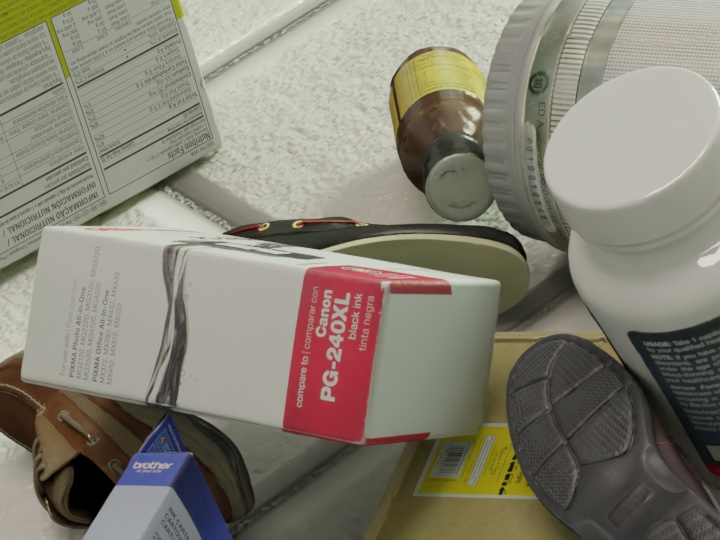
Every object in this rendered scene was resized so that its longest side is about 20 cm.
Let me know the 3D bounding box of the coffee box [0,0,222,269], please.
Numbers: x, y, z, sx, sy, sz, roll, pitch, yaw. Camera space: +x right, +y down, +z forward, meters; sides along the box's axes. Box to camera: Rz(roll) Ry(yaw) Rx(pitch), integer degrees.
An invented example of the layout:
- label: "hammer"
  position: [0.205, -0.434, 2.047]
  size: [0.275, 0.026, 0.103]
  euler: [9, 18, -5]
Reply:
- label: "coffee box"
  position: [-0.239, -0.144, 1.686]
  size: [0.199, 0.199, 0.199]
  euler: [-30, 35, -21]

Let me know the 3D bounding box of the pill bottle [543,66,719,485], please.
- label: "pill bottle"
  position: [0.169, 0.002, 1.272]
  size: [0.119, 0.200, 0.120]
  euler: [-19, 41, 18]

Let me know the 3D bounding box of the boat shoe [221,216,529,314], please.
- label: "boat shoe"
  position: [-0.001, -0.002, 1.487]
  size: [0.200, 0.074, 0.063]
  euler: [-7, 38, 19]

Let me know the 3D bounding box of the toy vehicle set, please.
- label: "toy vehicle set"
  position: [0.080, 0.104, 1.342]
  size: [0.124, 0.027, 0.200]
  euler: [0, 38, 25]

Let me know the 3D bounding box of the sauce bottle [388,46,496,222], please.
- label: "sauce bottle"
  position: [0.051, -0.077, 1.541]
  size: [0.064, 0.065, 0.200]
  euler: [-15, 21, 4]

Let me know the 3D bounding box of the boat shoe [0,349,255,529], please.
- label: "boat shoe"
  position: [-0.145, 0.099, 1.416]
  size: [0.199, 0.076, 0.072]
  euler: [18, 50, 43]

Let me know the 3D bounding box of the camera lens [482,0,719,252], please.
- label: "camera lens"
  position: [0.186, -0.078, 1.429]
  size: [0.199, 0.161, 0.160]
  euler: [7, 42, 33]

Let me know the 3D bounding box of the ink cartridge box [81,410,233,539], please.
- label: "ink cartridge box"
  position: [-0.099, 0.174, 1.246]
  size: [0.042, 0.120, 0.200]
  euler: [-5, 36, 26]

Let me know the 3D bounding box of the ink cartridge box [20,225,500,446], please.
- label: "ink cartridge box"
  position: [-0.050, 0.030, 1.334]
  size: [0.199, 0.084, 0.145]
  euler: [10, 4, 25]

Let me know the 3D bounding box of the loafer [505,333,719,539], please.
- label: "loafer"
  position: [0.133, 0.111, 1.257]
  size: [0.072, 0.063, 0.200]
  euler: [-39, 44, 4]
